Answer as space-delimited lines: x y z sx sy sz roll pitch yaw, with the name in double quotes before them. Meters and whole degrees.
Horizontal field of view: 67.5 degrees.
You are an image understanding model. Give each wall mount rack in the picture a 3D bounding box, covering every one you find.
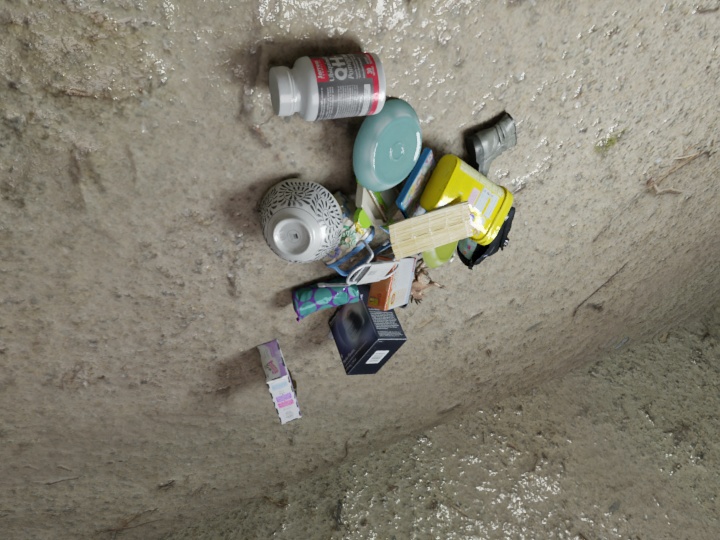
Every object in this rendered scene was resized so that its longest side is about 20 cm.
"wall mount rack" 0.000 0.000 1.279 0.174 0.075 0.199 -48 157 28

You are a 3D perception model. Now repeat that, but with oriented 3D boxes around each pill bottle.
"pill bottle" -0.062 -0.333 0.981 0.197 0.112 0.111 -12 145 -19

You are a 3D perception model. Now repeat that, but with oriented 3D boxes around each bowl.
"bowl" -0.141 -0.091 1.188 0.197 0.094 0.204 3 116 6

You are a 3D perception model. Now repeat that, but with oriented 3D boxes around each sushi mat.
"sushi mat" 0.162 -0.093 1.239 0.197 0.012 0.097 -17 126 -4

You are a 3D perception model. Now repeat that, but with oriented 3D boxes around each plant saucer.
"plant saucer" 0.069 -0.260 1.155 0.198 0.036 0.202 -26 133 -32
"plant saucer" 0.222 -0.102 1.434 0.199 0.031 0.203 -27 124 -49

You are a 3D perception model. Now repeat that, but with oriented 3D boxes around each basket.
"basket" -0.035 -0.078 1.322 0.176 0.140 0.199 -37 136 20

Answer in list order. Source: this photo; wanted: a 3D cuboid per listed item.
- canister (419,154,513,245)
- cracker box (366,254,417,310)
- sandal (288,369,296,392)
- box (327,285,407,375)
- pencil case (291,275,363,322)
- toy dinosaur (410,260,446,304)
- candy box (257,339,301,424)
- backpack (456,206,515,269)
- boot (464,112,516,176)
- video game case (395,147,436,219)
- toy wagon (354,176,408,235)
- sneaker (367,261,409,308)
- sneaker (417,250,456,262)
"canister" 0.253 -0.169 1.288 0.198 0.086 0.150 25 95 -31
"cracker box" 0.087 0.027 1.450 0.199 0.057 0.136 -5 108 -67
"sandal" -0.269 0.404 1.913 0.053 0.081 0.201 -3 151 7
"box" 0.015 0.185 1.662 0.122 0.200 0.201 6 137 -36
"pencil case" -0.098 0.075 1.544 0.197 0.085 0.094 -15 118 -12
"toy dinosaur" 0.171 0.038 1.670 0.135 0.087 0.199 -32 141 24
"candy box" -0.256 0.351 1.703 0.071 0.168 0.202 -17 128 -9
"backpack" 0.346 -0.122 1.507 0.166 0.126 0.201 -34 152 -28
"boot" 0.332 -0.287 1.339 0.129 0.068 0.201 -28 148 -4
"video game case" 0.143 -0.187 1.288 0.144 0.018 0.200 -61 160 -5
"toy wagon" 0.039 -0.167 1.239 0.201 0.039 0.156 -52 132 -20
"sneaker" 0.082 0.046 1.584 0.199 0.082 0.077 36 99 -33
"sneaker" 0.202 -0.066 1.533 0.197 0.089 0.082 -2 141 -30
